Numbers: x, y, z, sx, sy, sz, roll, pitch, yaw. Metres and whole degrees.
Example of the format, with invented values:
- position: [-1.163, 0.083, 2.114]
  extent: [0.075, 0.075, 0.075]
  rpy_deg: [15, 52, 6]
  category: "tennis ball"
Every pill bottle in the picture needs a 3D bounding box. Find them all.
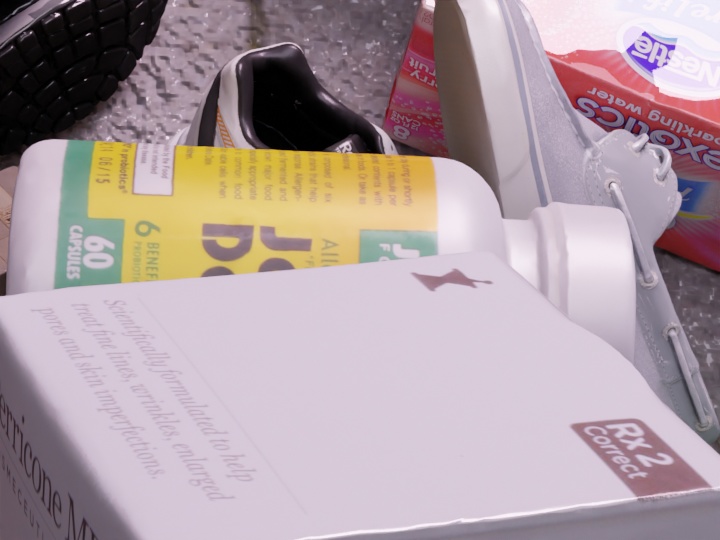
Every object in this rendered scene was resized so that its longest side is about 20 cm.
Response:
- position: [-0.014, 0.016, 0.844]
  extent: [0.200, 0.113, 0.113]
  rpy_deg: [3, 62, -4]
  category: "pill bottle"

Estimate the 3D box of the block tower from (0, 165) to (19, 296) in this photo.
- position: [-0.177, 0.023, 0.897]
  extent: [0.200, 0.054, 0.058]
  rpy_deg: [-25, 49, -27]
  category: "block tower"

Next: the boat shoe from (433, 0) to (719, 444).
- position: [0.082, -0.017, 0.929]
  extent: [0.071, 0.070, 0.201]
  rpy_deg: [-21, 105, -9]
  category: "boat shoe"

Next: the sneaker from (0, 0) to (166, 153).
- position: [-0.167, -0.082, 0.956]
  extent: [0.200, 0.076, 0.088]
  rpy_deg: [-35, 67, -23]
  category: "sneaker"

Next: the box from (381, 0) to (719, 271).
- position: [0.120, -0.075, 0.991]
  extent: [0.200, 0.103, 0.095]
  rpy_deg: [22, 62, 1]
  category: "box"

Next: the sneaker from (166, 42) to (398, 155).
- position: [0.000, 0.000, 0.931]
  extent: [0.074, 0.080, 0.200]
  rpy_deg: [-28, 67, -38]
  category: "sneaker"

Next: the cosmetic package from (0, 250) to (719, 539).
- position: [-0.009, 0.119, 0.714]
  extent: [0.165, 0.200, 0.165]
  rpy_deg: [-6, 25, -22]
  category: "cosmetic package"
